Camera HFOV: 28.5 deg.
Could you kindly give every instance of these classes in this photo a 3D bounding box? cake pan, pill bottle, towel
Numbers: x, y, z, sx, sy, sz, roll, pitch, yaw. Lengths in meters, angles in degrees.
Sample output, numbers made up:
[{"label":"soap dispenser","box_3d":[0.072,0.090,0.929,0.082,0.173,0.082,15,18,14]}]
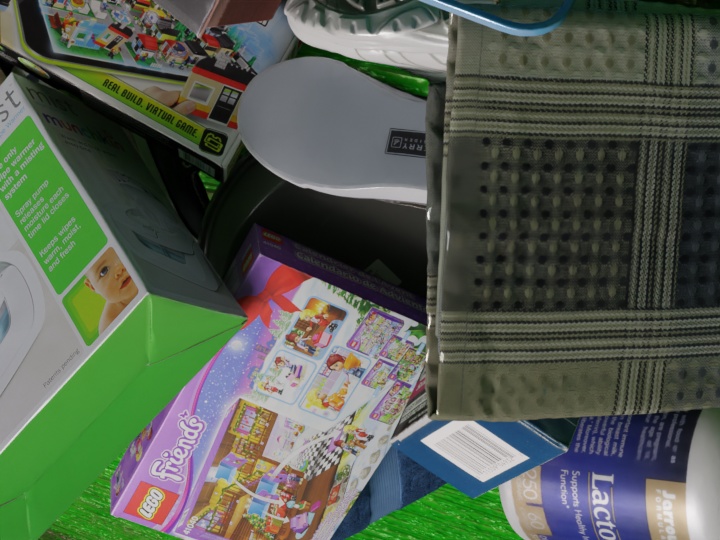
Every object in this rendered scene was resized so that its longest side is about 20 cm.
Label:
[{"label":"cake pan","box_3d":[0.000,0.000,0.860,0.198,0.037,0.202,-4,120,-7]},{"label":"pill bottle","box_3d":[0.199,0.132,0.923,0.198,0.116,0.116,1,138,35]},{"label":"towel","box_3d":[0.121,-0.028,0.661,0.198,0.195,0.035,-1,-168,-18]},{"label":"towel","box_3d":[0.016,0.130,0.982,0.049,0.199,0.112,48,153,38]}]

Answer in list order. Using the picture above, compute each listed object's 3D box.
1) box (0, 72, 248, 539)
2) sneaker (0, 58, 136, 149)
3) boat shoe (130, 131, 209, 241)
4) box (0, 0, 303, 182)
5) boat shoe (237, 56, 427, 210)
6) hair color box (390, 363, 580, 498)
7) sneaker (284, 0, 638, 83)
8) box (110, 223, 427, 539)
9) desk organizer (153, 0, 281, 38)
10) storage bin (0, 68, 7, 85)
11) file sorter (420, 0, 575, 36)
[{"label":"box","box_3d":[-0.193,0.025,0.811,0.177,0.200,0.096,54,-163,27]},{"label":"sneaker","box_3d":[-0.198,-0.134,0.915,0.084,0.075,0.201,17,140,29]},{"label":"boat shoe","box_3d":[-0.116,-0.100,0.899,0.066,0.075,0.201,-23,128,-3]},{"label":"box","box_3d":[-0.138,-0.147,0.803,0.199,0.111,0.035,29,168,0]},{"label":"boat shoe","box_3d":[0.028,-0.064,0.741,0.198,0.071,0.066,10,171,31]},{"label":"hair color box","box_3d":[0.095,0.013,0.760,0.060,0.201,0.100,33,148,-10]},{"label":"sneaker","box_3d":[0.052,-0.115,0.739,0.198,0.078,0.100,12,148,28]},{"label":"box","box_3d":[-0.048,0.085,0.855,0.136,0.039,0.201,23,113,-21]},{"label":"desk organizer","box_3d":[-0.122,-0.210,0.737,0.199,0.077,0.072,39,116,13]},{"label":"storage bin","box_3d":[-0.303,-0.129,0.918,0.198,0.094,0.201,33,158,44]},{"label":"file sorter","box_3d":[0.055,-0.214,0.558,0.138,0.123,0.201,22,146,9]}]
